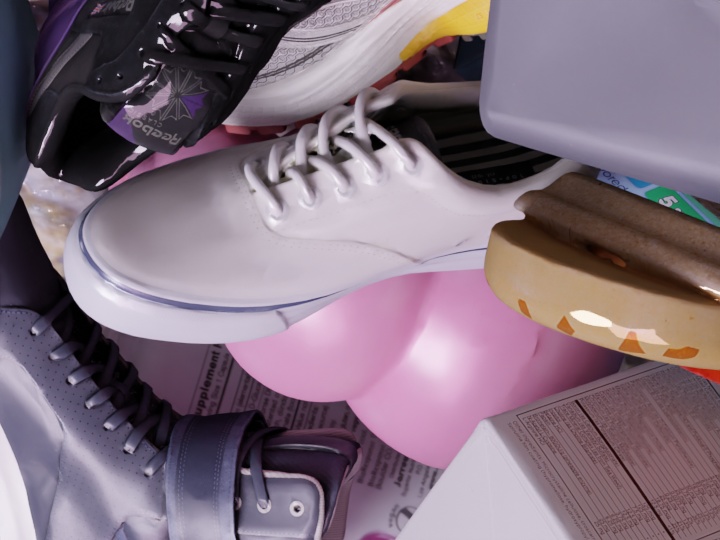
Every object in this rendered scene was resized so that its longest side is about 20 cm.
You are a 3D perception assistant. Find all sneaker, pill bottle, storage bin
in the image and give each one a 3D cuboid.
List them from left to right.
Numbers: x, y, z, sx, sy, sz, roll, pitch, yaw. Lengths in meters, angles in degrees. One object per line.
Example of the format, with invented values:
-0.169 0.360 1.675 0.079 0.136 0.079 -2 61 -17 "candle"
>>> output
-0.078 0.049 1.129 0.146 0.077 0.203 -9 108 18 "sneaker"
-0.043 -0.081 0.949 0.076 0.088 0.200 27 148 -22 "sneaker"
-0.049 0.078 1.239 0.200 0.113 0.113 18 141 -4 "pill bottle"
-0.006 -0.032 1.009 0.200 0.073 0.071 -15 147 -25 "sneaker"
0.002 -0.115 1.032 0.200 0.078 0.082 -26 118 31 "sneaker"
0.113 -0.108 0.895 0.134 0.146 0.200 11 105 26 "storage bin"

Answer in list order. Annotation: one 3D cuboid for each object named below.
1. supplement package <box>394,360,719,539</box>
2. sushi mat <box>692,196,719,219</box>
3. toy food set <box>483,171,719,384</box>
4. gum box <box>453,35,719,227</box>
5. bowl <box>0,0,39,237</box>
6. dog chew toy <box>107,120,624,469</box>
0.118 0.138 1.121 0.200 0.147 0.191 -16 153 -36 "supplement package"
0.176 -0.008 1.028 0.200 0.012 0.096 38 156 -13 "sushi mat"
0.139 0.021 0.961 0.198 0.049 0.200 22 -178 7 "toy food set"
0.163 -0.070 1.047 0.200 0.045 0.170 -23 128 36 "gum box"
-0.192 -0.067 1.045 0.200 0.105 0.201 8 113 21 "bowl"
0.000 0.000 1.106 0.200 0.125 0.125 18 142 -20 "dog chew toy"
